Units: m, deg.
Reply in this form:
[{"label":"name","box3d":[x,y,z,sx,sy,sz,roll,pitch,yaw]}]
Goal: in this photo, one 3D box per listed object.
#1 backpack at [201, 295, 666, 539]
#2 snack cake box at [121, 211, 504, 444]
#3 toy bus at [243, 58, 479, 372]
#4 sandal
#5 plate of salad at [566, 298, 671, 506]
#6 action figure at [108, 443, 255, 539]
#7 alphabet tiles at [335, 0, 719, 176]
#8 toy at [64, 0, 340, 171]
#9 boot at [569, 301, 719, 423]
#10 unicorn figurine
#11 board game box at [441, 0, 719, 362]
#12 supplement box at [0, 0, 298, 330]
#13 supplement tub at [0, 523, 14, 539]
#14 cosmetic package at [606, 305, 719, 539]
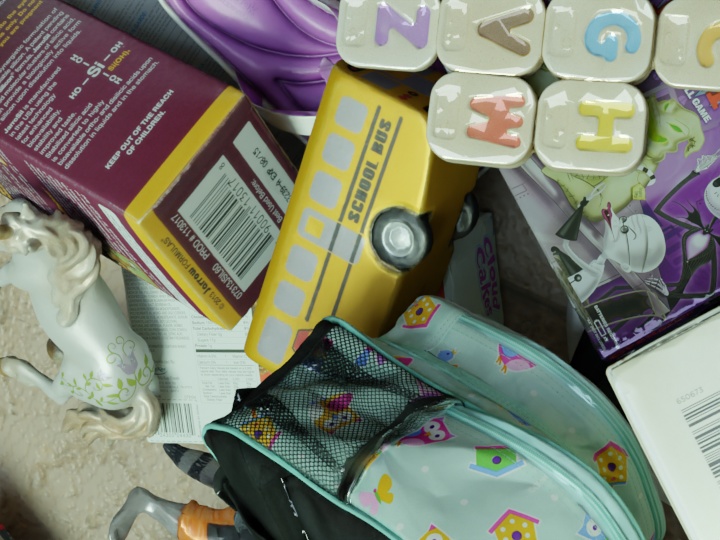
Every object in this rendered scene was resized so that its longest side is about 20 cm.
[{"label":"backpack","box3d":[0.051,0.120,0.861,0.200,0.153,0.176,37,157,46]},{"label":"snack cake box","box3d":[-0.025,0.032,1.050,0.199,0.067,0.115,-1,102,26]},{"label":"toy bus","box3d":[0.000,0.000,0.951,0.078,0.065,0.200,28,116,19]},{"label":"sandal","box3d":[-0.023,-0.101,0.979,0.202,0.050,0.083,32,108,3]},{"label":"plate of salad","box3d":[0.199,0.028,0.951,0.199,0.048,0.201,0,91,24]},{"label":"action figure","box3d":[-0.035,0.128,1.047,0.193,0.200,0.105,-4,59,20]},{"label":"alphabet tiles","box3d":[0.086,-0.144,0.861,0.195,0.015,0.201,6,89,15]},{"label":"toy","box3d":[-0.066,-0.136,1.038,0.200,0.047,0.115,41,117,5]},{"label":"boot","box3d":[0.118,-0.038,0.922,0.162,0.073,0.198,42,105,22]},{"label":"unicorn figurine","box3d":[-0.163,0.015,1.025,0.137,0.074,0.200,8,146,50]},{"label":"board game box","box3d":[0.114,-0.074,0.873,0.120,0.032,0.200,-30,76,10]},{"label":"supplement box","box3d":[-0.130,-0.065,1.010,0.200,0.110,0.086,29,74,35]},{"label":"supplement tub","box3d":[-0.227,0.252,1.164,0.140,0.140,0.200,-43,82,28]},{"label":"cosmetic package","box3d":[0.183,0.063,0.823,0.073,0.200,0.104,-30,78,21]}]
